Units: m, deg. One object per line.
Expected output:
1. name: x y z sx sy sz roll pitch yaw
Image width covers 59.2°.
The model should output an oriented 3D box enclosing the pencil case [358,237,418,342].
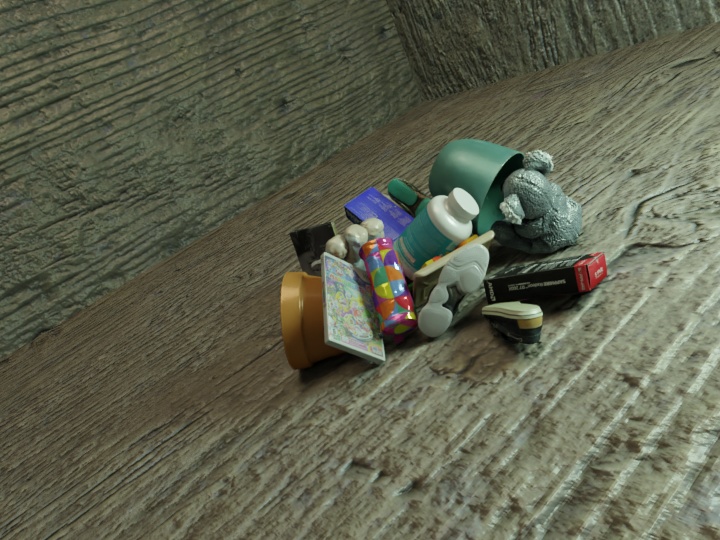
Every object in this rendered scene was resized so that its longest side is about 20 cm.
1. pencil case: 0.055 0.036 1.277 0.086 0.205 0.089 -12 -24 -5

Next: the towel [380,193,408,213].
1. towel: 0.055 -0.107 1.565 0.130 0.035 0.202 18 55 24

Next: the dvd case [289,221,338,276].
1. dvd case: -0.093 -0.012 1.591 0.146 0.205 0.016 -9 16 38

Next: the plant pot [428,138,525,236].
1. plant pot: 0.247 -0.196 1.407 0.159 0.204 0.200 30 50 27

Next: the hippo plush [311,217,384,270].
1. hippo plush: 0.000 0.000 1.400 0.198 0.163 0.159 -34 -11 18

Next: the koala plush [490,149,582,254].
1. koala plush: 0.357 -0.143 1.311 0.182 0.200 0.179 30 82 39

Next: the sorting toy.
1. sorting toy: 0.185 -0.004 1.320 0.182 0.037 0.201 -28 -20 -9

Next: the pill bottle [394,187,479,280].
1. pill bottle: 0.158 -0.077 1.324 0.200 0.110 0.111 -49 2 36

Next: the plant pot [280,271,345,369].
1. plant pot: -0.081 0.100 1.333 0.136 0.206 0.201 -5 21 4

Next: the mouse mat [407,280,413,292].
1. mouse mat: 0.110 0.039 1.440 0.197 0.008 0.161 -29 3 -12

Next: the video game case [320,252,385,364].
1. video game case: -0.016 0.072 1.247 0.018 0.141 0.204 -37 43 35

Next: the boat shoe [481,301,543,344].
1. boat shoe: 0.260 0.089 1.096 0.072 0.064 0.200 -9 2 -7

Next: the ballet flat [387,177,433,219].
1. ballet flat: 0.146 -0.150 1.511 0.073 0.075 0.200 -31 61 -20

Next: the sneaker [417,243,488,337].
1. sneaker: 0.180 0.029 1.237 0.203 0.075 0.114 -58 -3 15

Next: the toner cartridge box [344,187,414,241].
1. toner cartridge box: 0.056 -0.117 1.521 0.094 0.044 0.200 -34 51 -17

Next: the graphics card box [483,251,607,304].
1. graphics card box: 0.338 0.014 1.163 0.196 0.052 0.124 -9 7 36

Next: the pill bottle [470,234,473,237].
1. pill bottle: 0.204 -0.098 1.572 0.115 0.119 0.198 -33 21 -25
